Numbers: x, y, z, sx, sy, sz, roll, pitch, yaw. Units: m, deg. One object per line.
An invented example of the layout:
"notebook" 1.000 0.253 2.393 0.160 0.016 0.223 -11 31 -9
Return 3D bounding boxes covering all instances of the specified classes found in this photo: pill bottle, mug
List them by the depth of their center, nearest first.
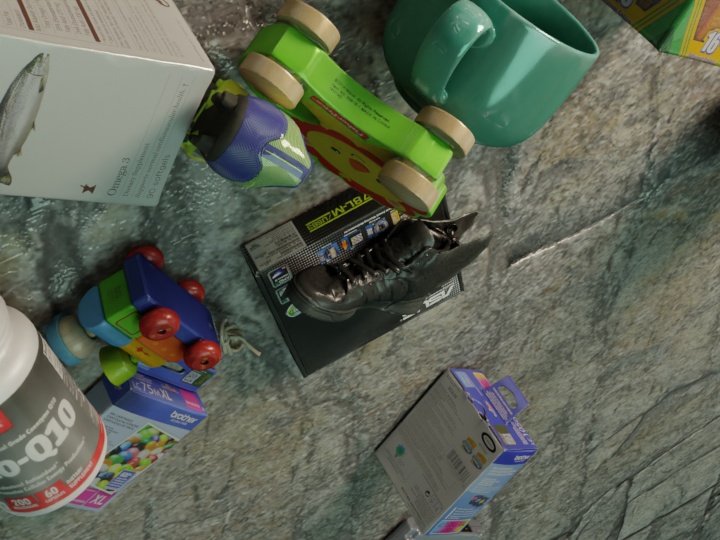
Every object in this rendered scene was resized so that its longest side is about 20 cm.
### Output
"mug" 0.081 -0.172 0.805 0.184 0.153 0.115 10 128 -42
"pill bottle" -0.296 0.101 0.845 0.113 0.114 0.201 -28 135 -8

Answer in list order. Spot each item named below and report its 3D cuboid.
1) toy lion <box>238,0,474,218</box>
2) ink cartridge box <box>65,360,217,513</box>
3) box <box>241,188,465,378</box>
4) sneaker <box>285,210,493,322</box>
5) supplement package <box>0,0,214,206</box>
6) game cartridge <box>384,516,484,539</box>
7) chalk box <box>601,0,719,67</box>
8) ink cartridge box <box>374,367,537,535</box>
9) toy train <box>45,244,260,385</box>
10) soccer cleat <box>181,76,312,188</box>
"toy lion" -0.011 -0.109 0.813 0.199 0.192 0.069 36 81 -15
"ink cartridge box" -0.240 0.161 1.038 0.200 0.042 0.119 -43 144 10
"box" 0.000 0.000 1.033 0.199 0.048 0.194 -28 141 -8
"sneaker" 0.029 -0.010 0.960 0.199 0.060 0.105 1 133 -44
"supplement package" -0.215 -0.125 0.655 0.199 0.118 0.117 2 132 -39
"game cartridge" 0.096 0.441 1.633 0.133 0.042 0.199 -45 143 22
"chalk box" 0.302 -0.290 0.866 0.124 0.124 0.201 0 133 -39
"ink cartridge box" 0.127 0.218 1.308 0.076 0.137 0.200 8 128 -45
"toy train" -0.183 0.069 0.945 0.115 0.085 0.200 -28 146 10
"soccer cleat" -0.081 -0.092 0.742 0.083 0.200 0.065 30 95 -17
